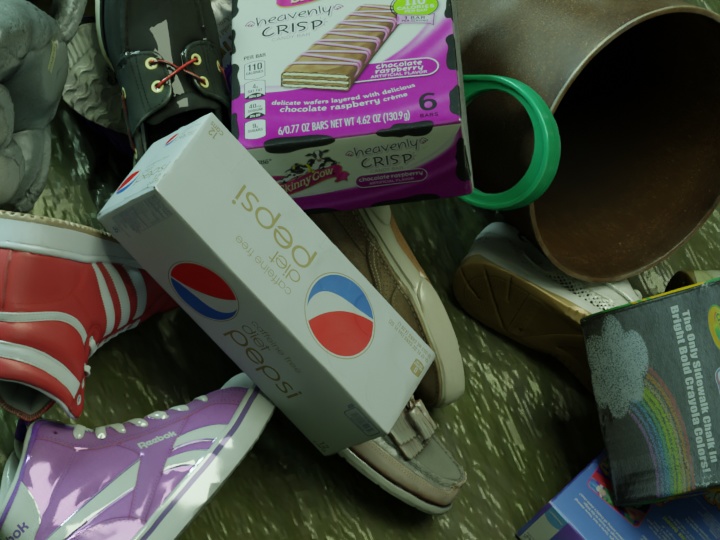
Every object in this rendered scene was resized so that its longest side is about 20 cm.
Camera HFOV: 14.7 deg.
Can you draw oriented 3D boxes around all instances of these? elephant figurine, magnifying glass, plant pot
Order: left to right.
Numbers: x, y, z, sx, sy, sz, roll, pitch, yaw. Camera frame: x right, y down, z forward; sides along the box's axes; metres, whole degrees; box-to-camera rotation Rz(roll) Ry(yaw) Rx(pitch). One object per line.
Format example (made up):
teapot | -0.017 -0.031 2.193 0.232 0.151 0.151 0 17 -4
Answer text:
elephant figurine | -0.278 -0.103 1.598 0.155 0.198 0.143 -1 95 -72
magnifying glass | 0.041 -0.103 1.720 0.199 0.080 0.022 32 19 29
plant pot | 0.121 -0.119 1.813 0.186 0.188 0.200 -10 31 -35

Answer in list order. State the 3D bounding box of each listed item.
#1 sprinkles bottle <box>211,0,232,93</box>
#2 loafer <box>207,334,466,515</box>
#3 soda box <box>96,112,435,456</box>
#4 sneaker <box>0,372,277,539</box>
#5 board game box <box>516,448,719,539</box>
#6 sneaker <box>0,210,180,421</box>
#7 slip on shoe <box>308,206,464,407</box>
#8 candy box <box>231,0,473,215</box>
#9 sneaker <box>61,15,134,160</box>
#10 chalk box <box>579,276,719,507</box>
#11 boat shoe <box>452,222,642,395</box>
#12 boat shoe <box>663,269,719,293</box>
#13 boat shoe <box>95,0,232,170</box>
sprinkles bottle | -0.067 -0.123 1.782 0.200 0.068 0.068 48 48 7
loafer | -0.010 0.064 1.679 0.200 0.063 0.072 40 18 1
soda box | -0.051 0.010 1.589 0.200 0.064 0.068 47 52 -17
sneaker | -0.131 0.099 1.590 0.114 0.073 0.201 40 47 3
board game box | 0.210 0.193 1.747 0.200 0.045 0.134 47 48 6
sneaker | -0.162 0.034 1.607 0.200 0.071 0.113 17 81 -63
slip on shoe | 0.000 0.000 1.712 0.060 0.076 0.201 -29 108 -17
candy box | -0.007 -0.124 1.665 0.135 0.061 0.201 -7 42 3
sneaker | -0.121 -0.094 1.727 0.070 0.099 0.200 -49 118 -3
chalk box | 0.247 0.064 1.675 0.123 0.200 0.125 -7 84 -35
boat shoe | 0.158 0.031 1.809 0.199 0.071 0.070 34 47 -6
boat shoe | 0.261 0.086 1.836 0.063 0.073 0.202 -3 54 -27
boat shoe | -0.107 -0.105 1.638 0.073 0.063 0.203 -13 105 -22
